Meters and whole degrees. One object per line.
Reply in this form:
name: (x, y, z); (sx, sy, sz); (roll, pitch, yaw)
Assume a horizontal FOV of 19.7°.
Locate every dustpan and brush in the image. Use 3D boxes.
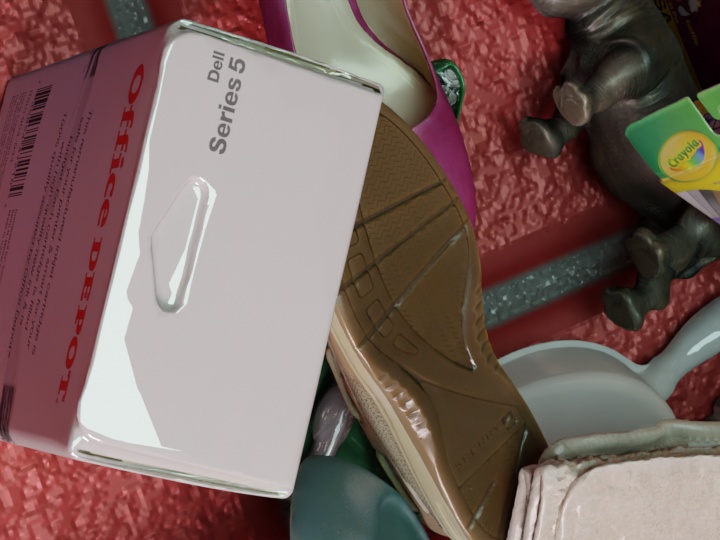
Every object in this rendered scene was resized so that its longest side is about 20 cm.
dustpan and brush: (0.117, 0.072, 0.935); (0.199, 0.057, 0.140); (-36, 113, -14)

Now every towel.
towel: (0.144, 0.127, 0.841); (0.199, 0.034, 0.133); (1, 112, -24)

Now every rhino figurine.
rhino figurine: (0.114, -0.081, 0.923); (0.087, 0.060, 0.201); (-32, 101, -35)

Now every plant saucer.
plant saucer: (0.021, 0.164, 0.784); (0.027, 0.200, 0.201); (-18, 99, 11)

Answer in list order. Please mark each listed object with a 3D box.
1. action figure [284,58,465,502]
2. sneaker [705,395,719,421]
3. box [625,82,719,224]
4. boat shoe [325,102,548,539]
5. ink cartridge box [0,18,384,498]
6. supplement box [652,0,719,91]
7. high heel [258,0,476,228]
action figure: (0.000, 0.000, 0.876); (0.118, 0.055, 0.201); (26, 77, -24)
sneaker: (0.232, 0.063, 0.969); (0.200, 0.075, 0.082); (-46, 106, -18)
box: (0.218, -0.030, 0.873); (0.199, 0.117, 0.049); (31, 65, -20)
boat shoe: (0.013, 0.025, 0.815); (0.072, 0.065, 0.201); (-36, 112, -27)
ink cartridge box: (-0.081, -0.002, 0.755); (0.084, 0.200, 0.147); (15, 84, -24)
supplement box: (0.224, -0.151, 0.899); (0.130, 0.200, 0.104); (-29, 102, -23)
high heel: (-0.001, -0.104, 0.821); (0.067, 0.096, 0.201); (-20, 80, -19)
